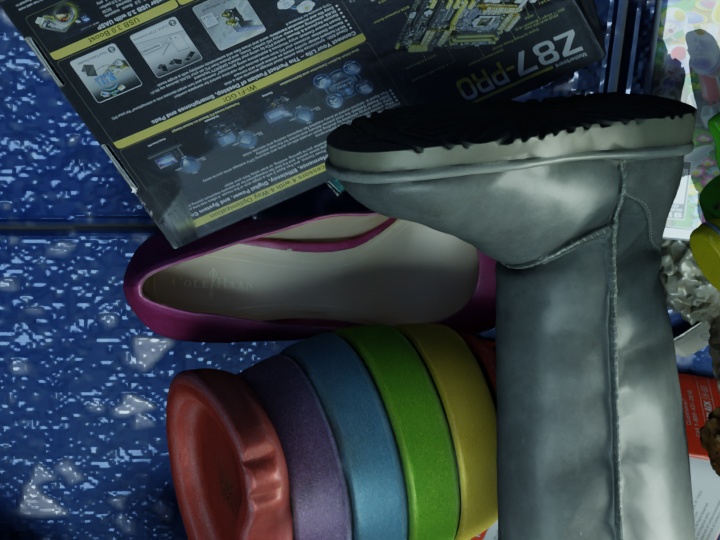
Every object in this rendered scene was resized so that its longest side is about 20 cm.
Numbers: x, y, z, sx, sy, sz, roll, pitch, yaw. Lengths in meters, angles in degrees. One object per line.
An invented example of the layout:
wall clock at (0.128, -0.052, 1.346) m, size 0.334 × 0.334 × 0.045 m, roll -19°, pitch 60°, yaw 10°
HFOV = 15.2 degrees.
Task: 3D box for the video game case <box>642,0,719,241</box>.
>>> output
video game case at (0.190, -0.103, 1.089) m, size 0.143 × 0.018 × 0.201 m, roll 5°, pitch 112°, yaw -1°

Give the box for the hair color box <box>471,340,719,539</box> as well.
hair color box at (0.070, 0.090, 1.259) m, size 0.199 × 0.061 × 0.102 m, roll 10°, pitch 129°, yaw -13°

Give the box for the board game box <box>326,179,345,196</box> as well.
board game box at (-0.020, -0.130, 1.090) m, size 0.135 × 0.028 × 0.200 m, roll -32°, pitch 125°, yaw 22°

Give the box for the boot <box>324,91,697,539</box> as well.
boot at (0.063, 0.035, 1.063) m, size 0.181 × 0.073 × 0.201 m, roll -4°, pitch 107°, yaw -29°

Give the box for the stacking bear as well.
stacking bear at (0.028, 0.073, 1.143) m, size 0.199 × 0.114 × 0.122 m, roll -13°, pitch 125°, yaw -18°

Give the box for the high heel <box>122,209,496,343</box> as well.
high heel at (0.000, 0.000, 1.152) m, size 0.199 × 0.096 × 0.068 m, roll 2°, pitch 95°, yaw 3°

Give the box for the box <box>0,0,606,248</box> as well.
box at (-0.025, -0.111, 1.055) m, size 0.199 × 0.049 × 0.161 m, roll -24°, pitch 126°, yaw 14°

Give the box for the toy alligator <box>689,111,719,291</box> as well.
toy alligator at (0.180, 0.023, 1.080) m, size 0.059 × 0.054 × 0.200 m, roll -32°, pitch 104°, yaw -11°

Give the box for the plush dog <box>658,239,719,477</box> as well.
plush dog at (0.218, 0.057, 1.168) m, size 0.199 × 0.172 × 0.161 m, roll 0°, pitch 130°, yaw -4°
